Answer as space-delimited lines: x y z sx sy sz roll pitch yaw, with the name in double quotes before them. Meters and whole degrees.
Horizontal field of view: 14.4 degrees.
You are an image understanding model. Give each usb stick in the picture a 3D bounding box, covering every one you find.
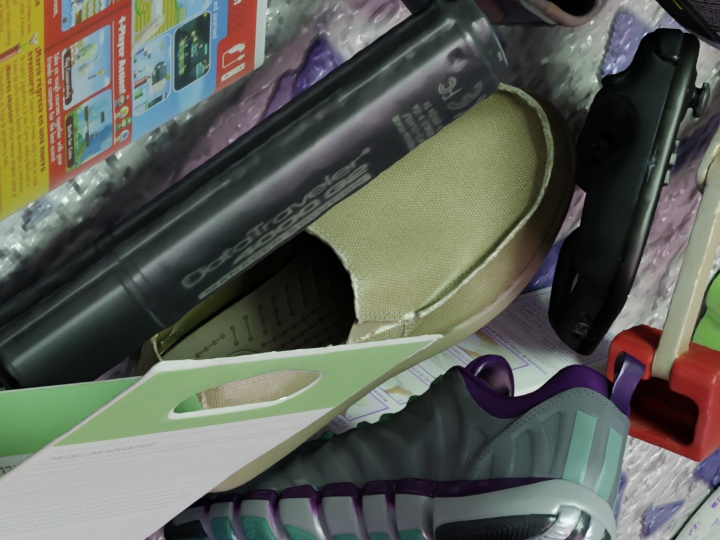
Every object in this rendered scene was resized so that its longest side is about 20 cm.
"usb stick" -0.040 -0.022 0.933 0.200 0.033 0.055 -35 157 -1

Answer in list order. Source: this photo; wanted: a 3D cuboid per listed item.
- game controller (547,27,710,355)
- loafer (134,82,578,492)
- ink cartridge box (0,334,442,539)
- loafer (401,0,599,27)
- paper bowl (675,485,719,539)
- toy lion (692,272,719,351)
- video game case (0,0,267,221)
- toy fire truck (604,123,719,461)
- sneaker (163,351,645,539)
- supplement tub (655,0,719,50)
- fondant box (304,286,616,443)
"game controller" 0.101 -0.026 1.090 0.200 0.042 0.105 83 15 -82
"loafer" 0.000 0.000 1.019 0.200 0.076 0.068 -43 158 -14
"ink cartridge box" -0.091 0.056 0.900 0.200 0.048 0.145 -38 161 31
"loafer" 0.030 -0.131 0.901 0.072 0.063 0.200 -68 158 -12
"paper bowl" 0.246 0.188 1.595 0.200 0.104 0.201 -36 150 -24
"toy lion" 0.251 -0.014 1.407 0.191 0.069 0.201 -12 135 -40
"video game case" -0.104 -0.071 0.837 0.200 0.017 0.143 -33 148 -30
"toy fire truck" 0.164 -0.035 1.184 0.141 0.049 0.201 -29 133 -56
"sneaker" 0.018 0.076 1.030 0.074 0.199 0.088 46 53 -37
"supplement tub" 0.129 -0.148 0.959 0.123 0.122 0.200 -53 160 5
"fondant box" 0.015 0.093 1.177 0.200 0.058 0.145 -15 136 -50
